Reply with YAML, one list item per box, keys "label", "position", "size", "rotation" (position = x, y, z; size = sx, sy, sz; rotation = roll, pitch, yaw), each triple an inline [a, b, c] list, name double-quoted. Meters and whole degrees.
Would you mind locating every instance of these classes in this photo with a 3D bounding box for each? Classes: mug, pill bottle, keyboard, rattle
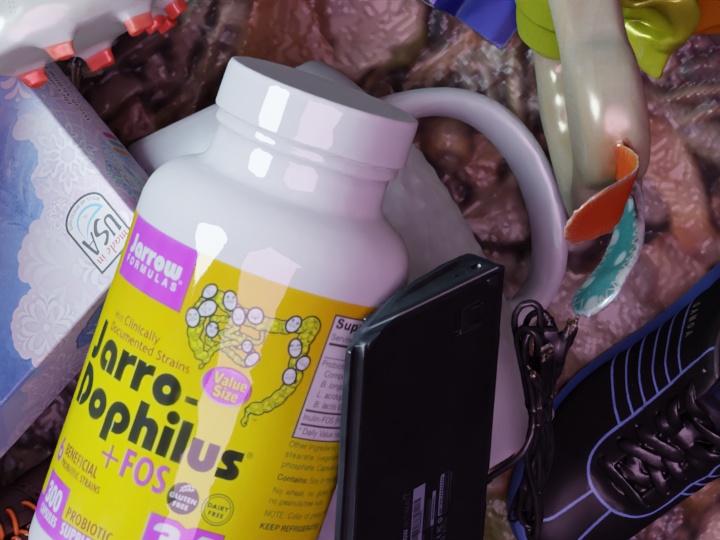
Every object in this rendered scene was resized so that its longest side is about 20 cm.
- label: "mug"
  position: [0.000, 0.000, 1.080]
  size: [0.199, 0.147, 0.176]
  rotation: [-27, 94, -23]
- label: "pill bottle"
  position: [-0.045, 0.028, 0.948]
  size: [0.104, 0.104, 0.201]
  rotation: [18, 99, -7]
- label: "keyboard"
  position: [0.033, 0.083, 0.982]
  size: [0.127, 0.021, 0.201]
  rotation: [-24, 131, -38]
- label: "rattle"
  position: [0.135, -0.064, 1.030]
  size: [0.142, 0.200, 0.131]
  rotation: [6, 111, -10]

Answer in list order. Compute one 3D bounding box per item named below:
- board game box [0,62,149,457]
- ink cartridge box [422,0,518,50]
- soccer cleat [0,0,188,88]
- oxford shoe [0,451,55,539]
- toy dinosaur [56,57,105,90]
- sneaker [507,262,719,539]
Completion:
- label: "board game box"
  position: [-0.195, -0.017, 1.047]
  size: [0.200, 0.043, 0.199]
  rotation: [-47, 73, 18]
- label: "ink cartridge box"
  position: [0.010, -0.185, 1.079]
  size: [0.199, 0.039, 0.100]
  rotation: [34, 99, -11]
- label: "soccer cleat"
  position: [-0.077, -0.138, 1.009]
  size: [0.199, 0.069, 0.078]
  rotation: [-31, 91, -27]
- label: "oxford shoe"
  position: [-0.144, 0.127, 1.095]
  size: [0.071, 0.073, 0.200]
  rotation: [36, 68, 15]
- label: "toy dinosaur"
  position: [-0.161, -0.098, 1.093]
  size: [0.100, 0.058, 0.202]
  rotation: [11, 97, 10]
- label: "sneaker"
  position: [0.141, 0.058, 1.123]
  size: [0.070, 0.078, 0.200]
  rotation: [41, 98, -11]
